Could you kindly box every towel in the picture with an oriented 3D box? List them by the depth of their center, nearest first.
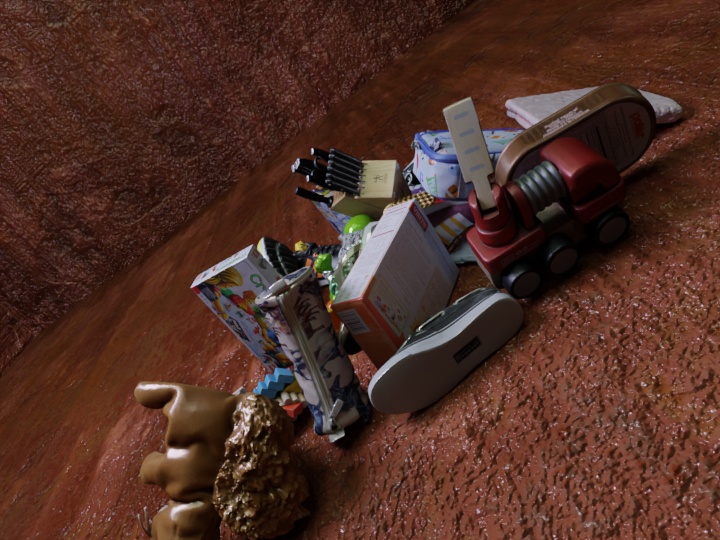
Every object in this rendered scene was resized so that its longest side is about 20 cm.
[{"bbox_3d":[0.334,-0.239,0.803,0.195,0.033,0.192,-8,26,3],"label":"towel"}]

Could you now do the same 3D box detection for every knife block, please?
[{"bbox_3d":[-0.013,-0.126,0.874,0.171,0.200,0.066,3,73,20],"label":"knife block"}]

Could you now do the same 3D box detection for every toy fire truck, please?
[{"bbox_3d":[0.186,-0.101,0.603,0.174,0.201,0.130,-31,42,6],"label":"toy fire truck"}]

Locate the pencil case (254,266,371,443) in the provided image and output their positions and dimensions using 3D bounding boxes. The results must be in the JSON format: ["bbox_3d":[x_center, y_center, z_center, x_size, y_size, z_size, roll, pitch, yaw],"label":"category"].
[{"bbox_3d":[-0.056,0.096,0.636,0.076,0.204,0.089,-23,13,-4],"label":"pencil case"}]

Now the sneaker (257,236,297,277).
[{"bbox_3d":[-0.160,0.028,0.991,0.090,0.077,0.203,-40,55,28],"label":"sneaker"}]

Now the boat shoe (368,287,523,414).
[{"bbox_3d":[0.091,0.089,0.613,0.198,0.072,0.064,-32,23,-6],"label":"boat shoe"}]

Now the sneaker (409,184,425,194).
[{"bbox_3d":[0.136,-0.115,0.938,0.198,0.074,0.089,-19,47,50],"label":"sneaker"}]

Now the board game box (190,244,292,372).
[{"bbox_3d":[-0.151,0.066,0.832,0.125,0.201,0.035,-24,28,28],"label":"board game box"}]

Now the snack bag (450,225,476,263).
[{"bbox_3d":[0.235,-0.078,0.761,0.201,0.021,0.187,-52,26,-21],"label":"snack bag"}]

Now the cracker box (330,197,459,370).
[{"bbox_3d":[0.053,0.021,0.699,0.057,0.135,0.201,-15,31,39],"label":"cracker box"}]

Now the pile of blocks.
[{"bbox_3d":[-0.125,0.190,0.717,0.199,0.083,0.062,-41,23,-9],"label":"pile of blocks"}]

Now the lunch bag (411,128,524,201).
[{"bbox_3d":[0.170,-0.161,0.773,0.195,0.077,0.161,-2,29,-6],"label":"lunch bag"}]

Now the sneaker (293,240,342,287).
[{"bbox_3d":[-0.085,-0.022,1.034,0.197,0.091,0.071,-22,27,34],"label":"sneaker"}]

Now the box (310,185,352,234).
[{"bbox_3d":[-0.018,-0.099,1.018,0.040,0.137,0.199,-44,24,-9],"label":"box"}]

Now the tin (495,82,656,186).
[{"bbox_3d":[0.266,-0.146,0.667,0.197,0.112,0.042,-30,42,16],"label":"tin"}]

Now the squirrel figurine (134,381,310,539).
[{"bbox_3d":[-0.156,0.233,0.584,0.196,0.142,0.191,-3,65,24],"label":"squirrel figurine"}]

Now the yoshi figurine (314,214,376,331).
[{"bbox_3d":[-0.005,-0.011,0.835,0.111,0.112,0.203,-36,33,31],"label":"yoshi figurine"}]

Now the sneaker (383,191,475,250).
[{"bbox_3d":[0.134,-0.075,0.809,0.195,0.092,0.075,-13,30,0],"label":"sneaker"}]

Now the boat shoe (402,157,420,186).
[{"bbox_3d":[0.091,-0.166,1.060,0.197,0.074,0.068,-26,21,27],"label":"boat shoe"}]

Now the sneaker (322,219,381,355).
[{"bbox_3d":[-0.013,0.024,0.746,0.087,0.077,0.204,-3,54,25],"label":"sneaker"}]
